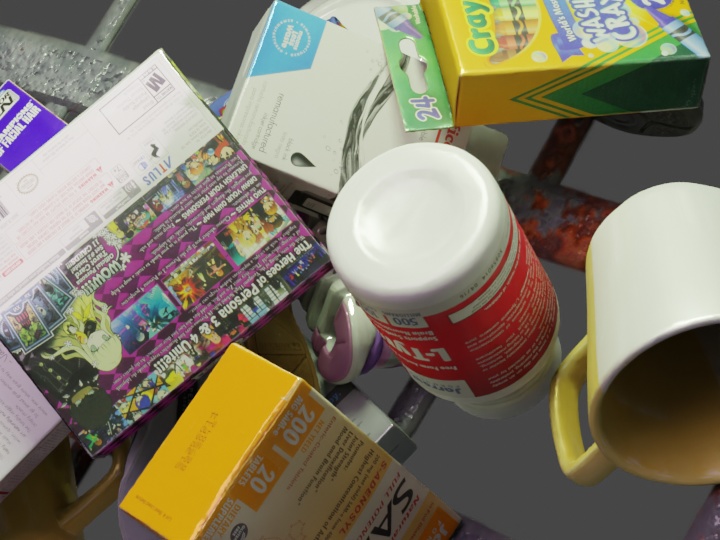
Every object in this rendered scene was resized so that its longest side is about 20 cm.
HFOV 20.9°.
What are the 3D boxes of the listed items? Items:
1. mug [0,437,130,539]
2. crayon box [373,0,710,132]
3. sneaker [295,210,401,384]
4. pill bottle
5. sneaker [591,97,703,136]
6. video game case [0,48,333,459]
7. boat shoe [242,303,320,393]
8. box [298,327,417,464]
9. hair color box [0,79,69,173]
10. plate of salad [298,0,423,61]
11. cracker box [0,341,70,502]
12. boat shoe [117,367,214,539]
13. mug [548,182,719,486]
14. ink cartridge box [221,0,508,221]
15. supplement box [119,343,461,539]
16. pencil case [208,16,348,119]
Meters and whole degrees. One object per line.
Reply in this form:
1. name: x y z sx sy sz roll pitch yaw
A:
1. mug: -0.257 0.164 1.379 0.187 0.149 0.153 -57 45 39
2. crayon box: 0.118 -0.159 1.298 0.200 0.052 0.126 -6 50 -8
3. sneaker: 0.000 0.000 1.384 0.200 0.088 0.081 -110 30 -42
4. pill bottle: 0.062 0.015 1.244 0.112 0.200 0.112 -11 57 17
5. sneaker: 0.173 -0.167 1.385 0.199 0.076 0.114 27 74 39
6. video game case: -0.147 -0.011 1.253 0.200 0.036 0.181 -40 81 -1
7. boat shoe: -0.085 0.029 1.368 0.072 0.072 0.200 -41 56 40
8. box: -0.075 0.117 1.380 0.156 0.041 0.200 -45 46 -2
9. hair color box: -0.219 -0.066 1.547 0.065 0.109 0.200 -51 48 -6
10. plate of salad: -0.004 -0.140 1.499 0.200 0.048 0.200 -16 55 25
11. cracker box: -0.264 0.081 1.297 0.200 0.058 0.134 -45 82 -3
12. boat shoe: -0.118 0.100 1.320 0.065 0.073 0.200 -99 22 -75
13. mug: 0.186 0.033 1.203 0.186 0.149 0.153 -19 44 13
14. ink cartridge box: 0.008 -0.089 1.337 0.068 0.200 0.116 143 146 -70
15. supplement box: -0.039 0.152 1.223 0.073 0.200 0.126 24 76 44
16. pencil case: -0.073 -0.106 1.441 0.200 0.087 0.078 -31 83 15
